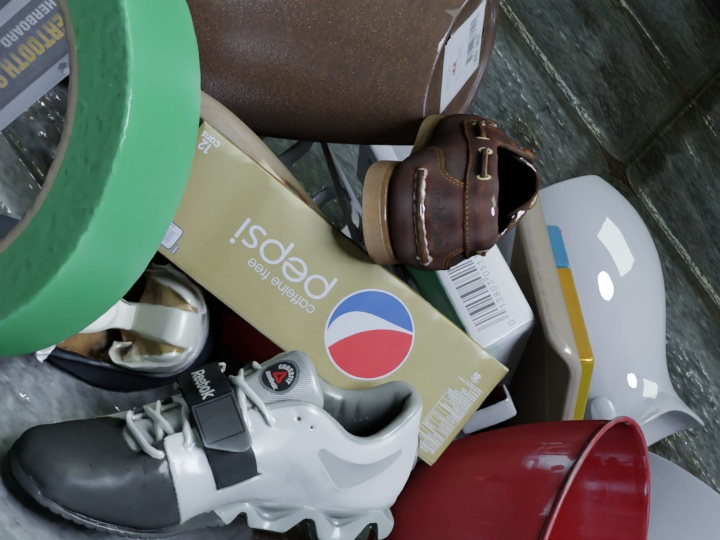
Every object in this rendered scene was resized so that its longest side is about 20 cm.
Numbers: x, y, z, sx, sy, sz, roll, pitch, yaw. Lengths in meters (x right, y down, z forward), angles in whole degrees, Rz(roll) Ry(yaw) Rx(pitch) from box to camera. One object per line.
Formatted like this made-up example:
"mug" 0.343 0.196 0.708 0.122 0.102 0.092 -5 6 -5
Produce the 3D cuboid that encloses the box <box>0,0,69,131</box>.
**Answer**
"box" -0.183 -0.154 0.863 0.158 0.200 0.048 43 28 -23

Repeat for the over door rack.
"over door rack" 0.000 0.000 1.106 0.148 0.066 0.200 60 -6 -32

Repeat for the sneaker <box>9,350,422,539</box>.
"sneaker" -0.061 0.071 0.869 0.199 0.089 0.074 4 32 -31

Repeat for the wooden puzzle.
"wooden puzzle" 0.120 0.061 1.230 0.186 0.037 0.201 -97 -175 -49

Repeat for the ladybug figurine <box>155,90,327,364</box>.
"ladybug figurine" -0.066 -0.014 1.026 0.200 0.072 0.136 52 -16 -6

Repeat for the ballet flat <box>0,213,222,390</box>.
"ballet flat" -0.121 0.021 0.902 0.199 0.073 0.073 20 39 -49

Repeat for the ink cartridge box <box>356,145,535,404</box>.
"ink cartridge box" 0.048 0.005 1.236 0.162 0.050 0.200 62 -13 17

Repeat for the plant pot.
"plant pot" -0.030 -0.149 1.068 0.199 0.188 0.187 22 15 18

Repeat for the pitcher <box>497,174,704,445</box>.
"pitcher" 0.162 0.037 1.391 0.171 0.121 0.201 -1 70 -59

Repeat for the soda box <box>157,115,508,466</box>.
"soda box" -0.025 0.008 0.937 0.200 0.064 0.068 40 0 -16

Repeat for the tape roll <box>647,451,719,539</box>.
"tape roll" 0.191 0.200 1.129 0.200 0.066 0.201 43 -19 19

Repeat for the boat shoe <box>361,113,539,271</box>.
"boat shoe" 0.057 -0.039 0.961 0.200 0.070 0.071 -49 133 -70

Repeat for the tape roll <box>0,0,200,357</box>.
"tape roll" -0.159 -0.066 0.783 0.048 0.200 0.201 11 47 -57

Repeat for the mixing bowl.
"mixing bowl" 0.066 0.162 0.971 0.200 0.108 0.202 -38 134 -54
